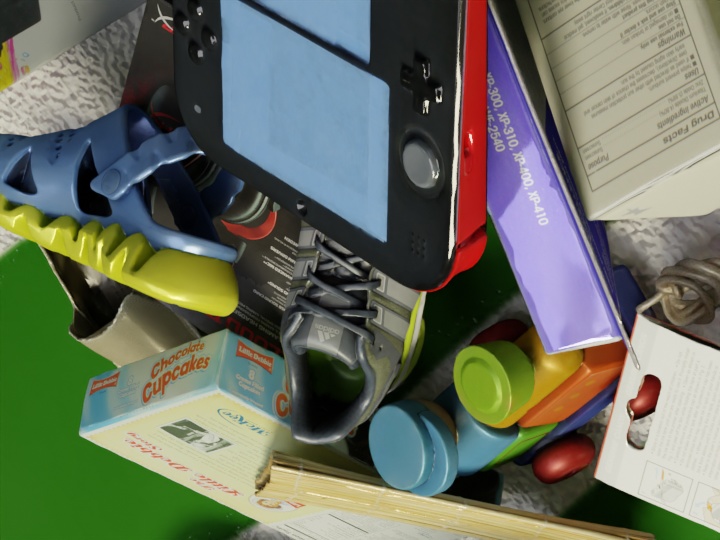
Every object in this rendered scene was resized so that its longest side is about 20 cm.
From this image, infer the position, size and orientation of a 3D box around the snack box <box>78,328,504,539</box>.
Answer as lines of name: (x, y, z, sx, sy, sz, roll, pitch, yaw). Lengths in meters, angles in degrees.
snack box: (-0.035, 0.097, 1.223, 0.200, 0.037, 0.116, 30, 146, -34)

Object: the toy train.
toy train: (0.094, 0.038, 1.097, 0.200, 0.116, 0.085, -45, 69, 45)

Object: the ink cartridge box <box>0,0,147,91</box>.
ink cartridge box: (-0.232, -0.120, 1.192, 0.146, 0.200, 0.083, -12, 110, 41)

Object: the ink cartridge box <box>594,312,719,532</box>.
ink cartridge box: (0.217, 0.084, 1.076, 0.200, 0.050, 0.109, 22, 129, 15)

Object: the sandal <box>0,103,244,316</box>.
sandal: (-0.124, -0.043, 1.155, 0.200, 0.079, 0.087, 21, 91, 36)

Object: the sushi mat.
sushi mat: (0.046, 0.124, 1.178, 0.199, 0.012, 0.096, 13, 164, -7)

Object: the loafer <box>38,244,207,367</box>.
loafer: (-0.123, 0.029, 1.299, 0.076, 0.068, 0.200, -24, 101, 44)

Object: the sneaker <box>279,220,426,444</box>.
sneaker: (0.000, 0.000, 1.084, 0.074, 0.081, 0.200, 11, 129, 12)

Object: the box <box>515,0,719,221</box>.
box: (0.118, -0.128, 0.954, 0.095, 0.078, 0.200, -28, 73, 44)

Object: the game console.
game console: (-0.018, -0.099, 0.974, 0.200, 0.031, 0.177, 33, 137, 42)

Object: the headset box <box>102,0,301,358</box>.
headset box: (-0.052, -0.044, 1.193, 0.148, 0.075, 0.200, 34, 133, 13)

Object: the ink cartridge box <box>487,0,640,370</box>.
ink cartridge box: (0.063, -0.069, 1.016, 0.043, 0.200, 0.198, -21, 106, 7)
